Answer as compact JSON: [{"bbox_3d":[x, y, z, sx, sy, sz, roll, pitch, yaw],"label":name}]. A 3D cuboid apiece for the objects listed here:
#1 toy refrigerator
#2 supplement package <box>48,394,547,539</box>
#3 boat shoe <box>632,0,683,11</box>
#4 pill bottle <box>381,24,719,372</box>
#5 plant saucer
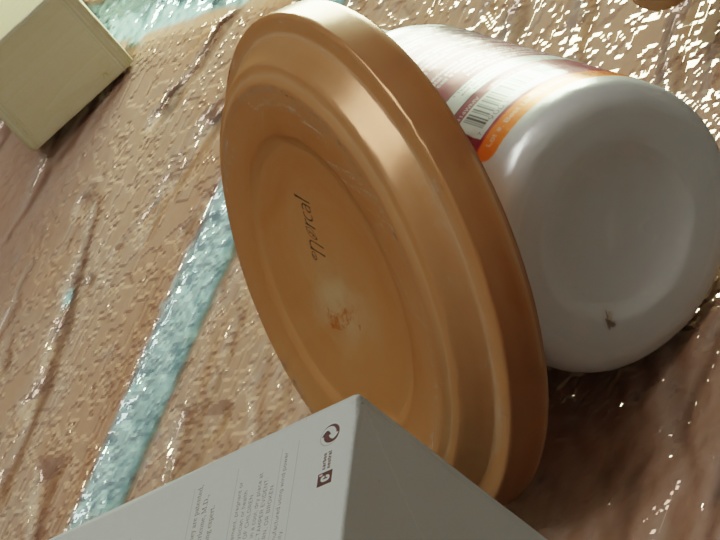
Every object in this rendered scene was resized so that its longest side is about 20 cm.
[{"bbox_3d":[-0.199,-0.143,1.479,0.076,0.070,0.200,-42,32,-1],"label":"toy refrigerator"},{"bbox_3d":[-0.037,0.183,0.852,0.200,0.147,0.192,-27,39,33],"label":"supplement package"},{"bbox_3d":[0.150,-0.187,1.078,0.065,0.071,0.200,-48,10,50],"label":"boat shoe"},{"bbox_3d":[0.043,-0.036,1.017,0.110,0.110,0.200,-54,32,-7],"label":"pill bottle"},{"bbox_3d":[0.000,0.000,0.965,0.032,0.201,0.200,-22,23,-24],"label":"plant saucer"}]
